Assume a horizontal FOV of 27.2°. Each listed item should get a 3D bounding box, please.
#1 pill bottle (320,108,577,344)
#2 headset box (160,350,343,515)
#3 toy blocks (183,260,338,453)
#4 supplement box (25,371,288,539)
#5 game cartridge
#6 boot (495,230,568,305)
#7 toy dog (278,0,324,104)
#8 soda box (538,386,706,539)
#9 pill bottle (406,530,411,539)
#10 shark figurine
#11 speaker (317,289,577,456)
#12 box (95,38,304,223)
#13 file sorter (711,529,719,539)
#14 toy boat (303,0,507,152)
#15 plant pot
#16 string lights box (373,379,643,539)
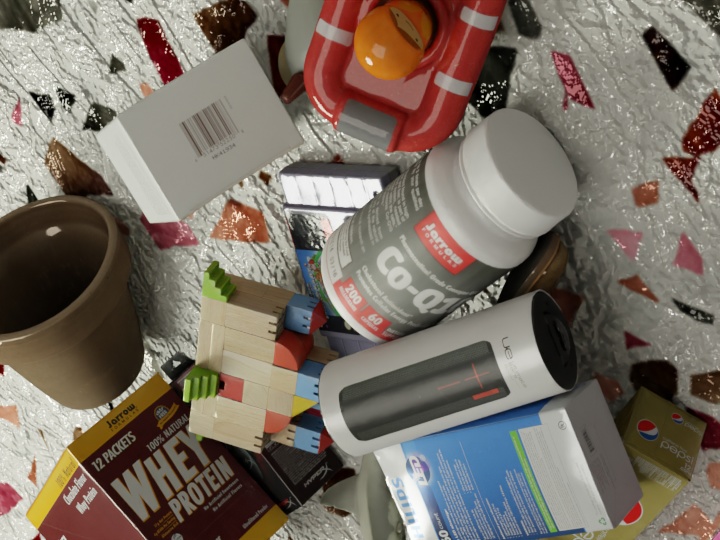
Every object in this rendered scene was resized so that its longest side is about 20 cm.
[{"bbox_3d":[0.069,-0.033,1.176,0.114,0.114,0.200,52,129,0],"label":"pill bottle"},{"bbox_3d":[-0.133,0.167,1.551,0.201,0.077,0.149,51,140,-1],"label":"headset box"},{"bbox_3d":[-0.084,0.095,1.392,0.135,0.100,0.202,15,119,11],"label":"toy blocks"},{"bbox_3d":[-0.213,0.253,1.528,0.200,0.133,0.197,47,143,5],"label":"supplement box"},{"bbox_3d":[0.000,0.000,1.342,0.128,0.038,0.202,3,120,37],"label":"game cartridge"},{"bbox_3d":[0.143,0.042,1.223,0.075,0.074,0.201,27,143,5],"label":"boot"},{"bbox_3d":[-0.052,-0.214,1.185,0.131,0.096,0.201,-23,102,46],"label":"toy dog"},{"bbox_3d":[0.209,0.187,1.244,0.064,0.068,0.201,30,137,1],"label":"soda box"},{"bbox_3d":[0.099,0.247,1.362,0.115,0.116,0.202,24,132,28],"label":"pill bottle"},{"bbox_3d":[0.003,0.231,1.393,0.088,0.216,0.129,3,144,5],"label":"shark figurine"},{"bbox_3d":[0.069,0.082,1.170,0.198,0.081,0.082,-20,105,27],"label":"speaker"},{"bbox_3d":[-0.141,-0.113,1.261,0.098,0.124,0.200,59,169,-9],"label":"box"},{"bbox_3d":[0.333,0.246,1.136,0.139,0.125,0.201,38,138,15],"label":"file sorter"},{"bbox_3d":[0.030,-0.176,1.078,0.129,0.131,0.202,22,114,3],"label":"toy boat"},{"bbox_3d":[-0.313,0.050,1.572,0.199,0.201,0.176,17,147,34],"label":"plant pot"},{"bbox_3d":[0.114,0.161,1.191,0.199,0.059,0.104,-17,99,41],"label":"string lights box"}]
